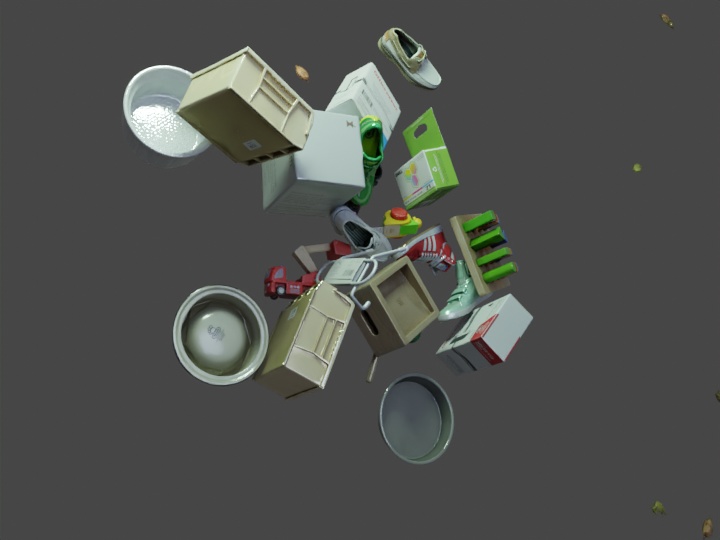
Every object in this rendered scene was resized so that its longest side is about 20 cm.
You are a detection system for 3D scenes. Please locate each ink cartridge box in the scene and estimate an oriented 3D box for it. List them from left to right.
[{"bbox_3d":[0.009,-0.374,1.735,0.147,0.084,0.201,55,33,-25],"label":"ink cartridge box"},{"bbox_3d":[0.143,-0.269,1.798,0.075,0.148,0.203,-15,82,-30],"label":"ink cartridge box"},{"bbox_3d":[0.286,0.155,1.722,0.084,0.200,0.145,45,59,-5],"label":"ink cartridge box"}]

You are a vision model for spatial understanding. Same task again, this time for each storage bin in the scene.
[{"bbox_3d":[-0.225,-0.310,1.453,0.198,0.198,0.095,39,60,-35],"label":"storage bin"},{"bbox_3d":[-0.117,0.145,1.500,0.093,0.200,0.200,29,63,-15],"label":"storage bin"}]

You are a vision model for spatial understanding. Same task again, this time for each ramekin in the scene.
[{"bbox_3d":[-0.402,-0.313,1.537,0.198,0.097,0.203,9,71,-27],"label":"ramekin"}]

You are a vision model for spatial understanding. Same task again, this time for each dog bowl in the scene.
[{"bbox_3d":[-0.288,0.135,1.482,0.198,0.074,0.203,8,72,-26],"label":"dog bowl"}]

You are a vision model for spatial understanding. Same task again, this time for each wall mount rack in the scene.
[{"bbox_3d":[0.000,0.000,1.559,0.075,0.199,0.175,45,64,-28],"label":"wall mount rack"}]

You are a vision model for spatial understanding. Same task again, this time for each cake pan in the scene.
[{"bbox_3d":[0.122,0.336,1.670,0.198,0.037,0.203,8,72,-27],"label":"cake pan"}]

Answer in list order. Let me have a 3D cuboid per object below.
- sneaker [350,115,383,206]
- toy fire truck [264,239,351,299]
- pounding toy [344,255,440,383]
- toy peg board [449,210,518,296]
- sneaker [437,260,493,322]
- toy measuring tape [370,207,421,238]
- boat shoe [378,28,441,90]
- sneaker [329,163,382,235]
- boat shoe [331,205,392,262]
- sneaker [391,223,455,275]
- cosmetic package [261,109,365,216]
[{"bbox_3d":[0.007,-0.239,1.628,0.073,0.084,0.203,6,110,-10],"label":"sneaker"},{"bbox_3d":[-0.117,-0.002,1.631,0.197,0.049,0.143,7,72,-26],"label":"toy fire truck"},{"bbox_3d":[0.061,0.111,1.663,0.184,0.142,0.202,-34,95,-46],"label":"pounding toy"},{"bbox_3d":[0.332,-0.057,1.818,0.198,0.097,0.202,-11,79,-60],"label":"toy peg board"},{"bbox_3d":[0.236,0.044,1.797,0.200,0.073,0.119,-31,98,-42],"label":"sneaker"},{"bbox_3d":[0.052,-0.111,1.753,0.197,0.074,0.075,-5,78,-20],"label":"toy measuring tape"},{"bbox_3d":[0.138,-0.550,1.924,0.199,0.068,0.075,35,62,-16],"label":"boat shoe"},{"bbox_3d":[-0.010,-0.181,1.715,0.070,0.099,0.202,28,65,-21],"label":"sneaker"},{"bbox_3d":[0.007,-0.065,1.675,0.199,0.074,0.067,36,15,-37],"label":"boat shoe"},{"bbox_3d":[0.159,-0.033,1.766,0.199,0.071,0.113,-29,90,-47],"label":"sneaker"},{"bbox_3d":[-0.109,-0.232,1.615,0.164,0.200,0.170,3,73,-28],"label":"cosmetic package"}]
